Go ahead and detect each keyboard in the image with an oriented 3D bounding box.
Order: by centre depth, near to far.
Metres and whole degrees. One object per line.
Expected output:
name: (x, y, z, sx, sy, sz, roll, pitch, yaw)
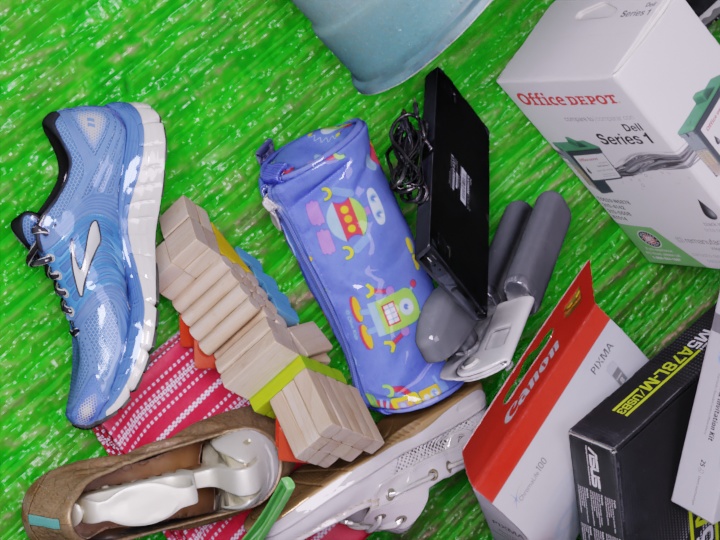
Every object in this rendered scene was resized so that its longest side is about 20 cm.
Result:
keyboard: (0.046, -0.058, 1.206, 0.104, 0.040, 0.200, 51, 27, -31)

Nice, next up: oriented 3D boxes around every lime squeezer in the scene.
lime squeezer: (-0.103, 0.194, 1.149, 0.200, 0.038, 0.071, -39, 134, 13)

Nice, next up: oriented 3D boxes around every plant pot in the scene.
plant pot: (-0.008, -0.246, 1.137, 0.196, 0.200, 0.201, 38, 73, -19)

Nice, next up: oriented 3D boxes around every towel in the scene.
towel: (-0.074, 0.127, 1.201, 0.145, 0.022, 0.200, -42, 112, -24)

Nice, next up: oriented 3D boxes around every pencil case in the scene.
pencil case: (0.000, 0.000, 1.207, 0.087, 0.078, 0.201, -31, 107, -20)

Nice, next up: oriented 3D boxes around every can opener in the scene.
can opener: (0.095, 0.005, 1.228, 0.067, 0.052, 0.200, 62, 33, -22)

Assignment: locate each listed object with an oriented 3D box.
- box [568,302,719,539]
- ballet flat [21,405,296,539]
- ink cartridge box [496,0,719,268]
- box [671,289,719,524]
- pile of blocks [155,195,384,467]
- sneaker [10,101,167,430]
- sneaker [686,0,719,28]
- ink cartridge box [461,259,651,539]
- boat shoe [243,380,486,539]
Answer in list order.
box: (0.231, 0.148, 1.322, 0.193, 0.047, 0.201, -37, 131, -36)
ballet flat: (-0.108, 0.130, 1.125, 0.199, 0.072, 0.068, -11, 97, -31)
ink cartridge box: (0.211, -0.097, 1.292, 0.200, 0.146, 0.084, 45, 72, -24)
box: (0.291, 0.060, 1.271, 0.156, 0.041, 0.201, -19, 127, -43)
pile of blocks: (-0.070, 0.049, 1.158, 0.062, 0.082, 0.200, -41, 77, 18)
sneaker: (-0.171, -0.004, 1.115, 0.089, 0.079, 0.201, 3, 84, -21)
sneaker: (0.247, -0.236, 1.363, 0.088, 0.076, 0.200, 49, 64, -8)
ink cartridge box: (0.141, 0.106, 1.254, 0.160, 0.047, 0.200, -54, 155, -17)
boat shoe: (0.015, 0.142, 1.202, 0.200, 0.071, 0.070, -28, 101, -31)
